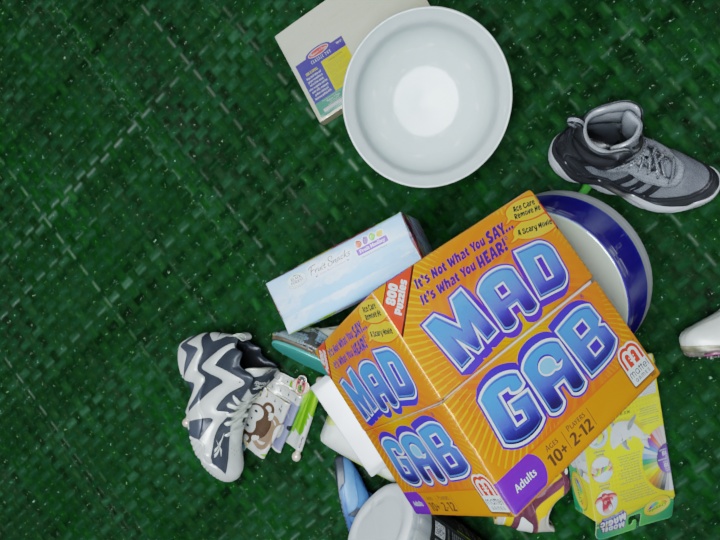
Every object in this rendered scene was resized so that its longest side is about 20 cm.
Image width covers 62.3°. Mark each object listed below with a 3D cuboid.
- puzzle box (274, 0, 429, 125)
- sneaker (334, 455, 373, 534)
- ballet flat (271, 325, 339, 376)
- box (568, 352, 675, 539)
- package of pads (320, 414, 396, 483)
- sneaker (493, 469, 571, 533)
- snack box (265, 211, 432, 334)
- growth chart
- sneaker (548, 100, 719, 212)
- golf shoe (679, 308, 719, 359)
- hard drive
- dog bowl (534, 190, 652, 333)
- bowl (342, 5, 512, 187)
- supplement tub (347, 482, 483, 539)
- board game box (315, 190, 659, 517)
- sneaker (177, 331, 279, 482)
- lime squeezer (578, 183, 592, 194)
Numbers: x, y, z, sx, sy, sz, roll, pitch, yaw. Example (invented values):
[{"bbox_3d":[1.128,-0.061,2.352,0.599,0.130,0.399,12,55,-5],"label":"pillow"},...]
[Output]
[{"bbox_3d":[-0.001,-0.303,0.784,0.198,0.025,0.135,-29,87,12],"label":"puzzle box"},{"bbox_3d":[0.019,0.340,0.801,0.077,0.066,0.204,-17,89,-3],"label":"sneaker"},{"bbox_3d":[-0.008,0.104,0.703,0.197,0.074,0.075,28,98,7],"label":"ballet flat"},{"bbox_3d":[0.307,0.208,0.717,0.115,0.048,0.204,-9,89,-13],"label":"box"},{"bbox_3d":[0.061,0.196,0.777,0.197,0.068,0.157,26,97,10],"label":"package of pads"},{"bbox_3d":[0.224,0.228,0.748,0.088,0.075,0.204,11,102,3],"label":"sneaker"},{"bbox_3d":[0.000,0.000,0.710,0.166,0.200,0.069,-27,86,10],"label":"snack box"},{"bbox_3d":[-0.155,0.194,0.848,0.196,0.018,0.148,15,97,12],"label":"growth chart"},{"bbox_3d":[0.318,-0.127,0.676,0.196,0.114,0.077,18,82,12],"label":"sneaker"},{"bbox_3d":[0.455,0.037,0.687,0.197,0.073,0.094,-23,82,2],"label":"golf shoe"},{"bbox_3d":[0.054,0.137,0.729,0.199,0.026,0.133,-38,83,8],"label":"hard drive"},{"bbox_3d":[0.218,0.018,0.679,0.198,0.078,0.204,21,122,36],"label":"dog bowl"},{"bbox_3d":[0.080,-0.208,0.730,0.197,0.090,0.205,1,105,5],"label":"bowl"},{"bbox_3d":[0.089,0.361,0.726,0.199,0.123,0.123,40,101,-19],"label":"supplement tub"},{"bbox_3d":[0.107,0.088,0.580,0.198,0.200,0.202,-31,82,-26],"label":"board game box"},{"bbox_3d":[-0.161,0.175,0.798,0.127,0.079,0.203,-16,80,22],"label":"sneaker"},{"bbox_3d":[0.238,-0.013,0.751,0.069,0.038,0.204,7,94,-21],"label":"lime squeezer"}]
